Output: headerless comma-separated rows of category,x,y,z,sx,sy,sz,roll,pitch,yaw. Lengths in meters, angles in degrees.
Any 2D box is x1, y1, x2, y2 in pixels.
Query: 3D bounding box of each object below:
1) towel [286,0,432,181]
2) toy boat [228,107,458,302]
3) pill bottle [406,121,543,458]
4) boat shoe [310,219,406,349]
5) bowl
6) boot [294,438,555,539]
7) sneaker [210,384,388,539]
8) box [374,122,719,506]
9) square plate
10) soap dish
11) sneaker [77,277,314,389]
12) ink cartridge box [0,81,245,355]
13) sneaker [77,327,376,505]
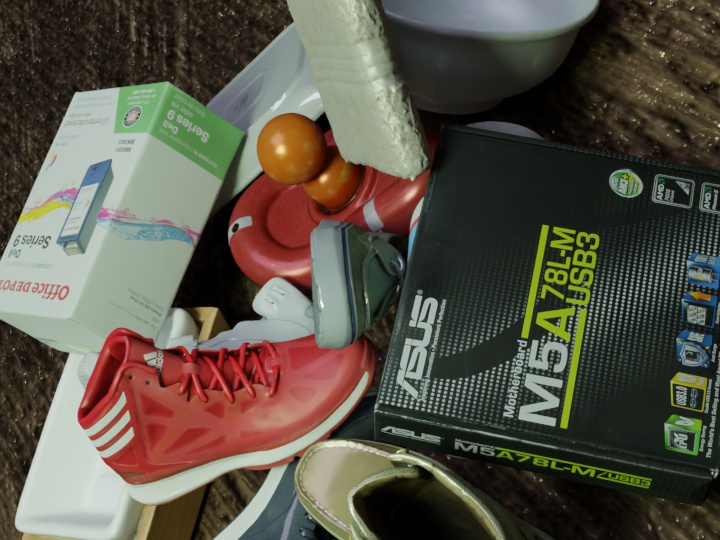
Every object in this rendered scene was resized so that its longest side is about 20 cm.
towel,-0.002,-0.128,1.005,0.034,0.134,0.200,-22,12,-7
toy boat,-0.026,-0.070,1.162,0.199,0.130,0.131,-36,43,26
pill bottle,0.082,0.010,1.009,0.108,0.108,0.202,-22,50,37
boat shoe,0.000,0.000,1.032,0.200,0.061,0.073,-87,-5,-75
bowl,0.065,-0.173,1.125,0.202,0.199,0.091,-123,34,-49
boot,0.022,0.138,0.907,0.199,0.155,0.073,24,83,29
sneaker,-0.018,0.186,1.028,0.203,0.077,0.146,-52,42,2
box,0.119,0.020,0.913,0.191,0.048,0.202,12,61,6
square plate,-0.090,-0.130,1.310,0.198,0.028,0.201,-40,23,23
soap dish,-0.177,0.130,1.234,0.156,0.081,0.202,-5,61,45
sneaker,-0.099,0.065,1.148,0.198,0.075,0.116,12,57,8
ink cartridge box,-0.195,-0.038,1.235,0.145,0.087,0.202,4,69,50
sneaker,-0.095,0.075,1.023,0.199,0.116,0.079,-30,41,9
